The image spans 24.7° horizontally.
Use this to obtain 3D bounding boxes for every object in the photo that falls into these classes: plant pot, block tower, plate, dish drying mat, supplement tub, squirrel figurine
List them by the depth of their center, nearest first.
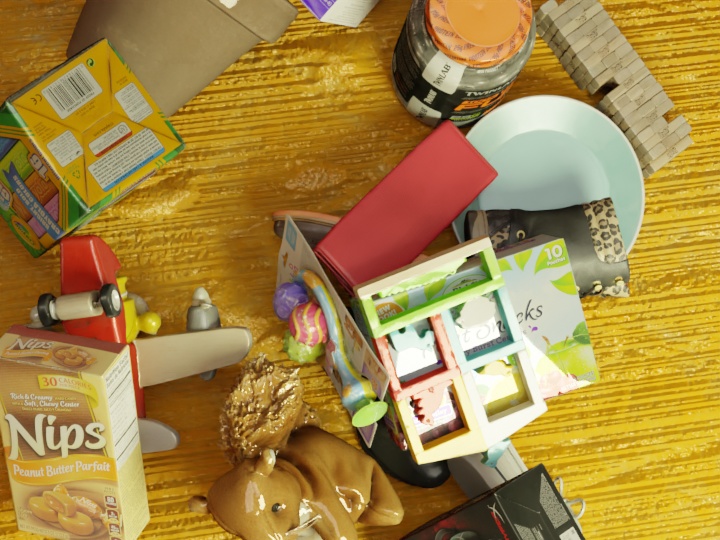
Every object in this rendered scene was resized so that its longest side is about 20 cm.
[{"bbox_3d":[-0.082,0.183,1.478,0.141,0.186,0.201,-31,69,22],"label":"squirrel figurine"},{"bbox_3d":[0.044,-0.056,1.567,0.077,0.018,0.200,46,65,-2],"label":"dish drying mat"},{"bbox_3d":[-0.187,-0.241,1.568,0.200,0.200,0.175,38,98,2],"label":"plant pot"},{"bbox_3d":[0.098,-0.216,1.568,0.122,0.200,0.123,1,80,-5],"label":"supplement tub"},{"bbox_3d":[0.183,-0.073,1.632,0.199,0.026,0.202,0,90,-5],"label":"plate"},{"bbox_3d":[0.255,-0.193,1.655,0.058,0.054,0.200,-36,86,-11],"label":"block tower"}]

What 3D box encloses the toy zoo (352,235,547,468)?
[{"bbox_3d":[0.086,0.085,1.468,0.131,0.020,0.201,-21,101,-10],"label":"toy zoo"}]

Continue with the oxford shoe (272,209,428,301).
[{"bbox_3d":[0.000,0.000,1.587,0.199,0.071,0.073,23,81,-2],"label":"oxford shoe"}]

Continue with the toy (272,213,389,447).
[{"bbox_3d":[-0.043,0.060,1.510,0.047,0.115,0.200,-21,58,-25],"label":"toy"}]

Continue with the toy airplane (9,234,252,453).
[{"bbox_3d":[-0.224,0.077,1.532,0.199,0.141,0.200,31,116,-8],"label":"toy airplane"}]

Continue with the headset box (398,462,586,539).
[{"bbox_3d":[0.120,0.284,1.498,0.077,0.200,0.149,-23,81,-43],"label":"headset box"}]

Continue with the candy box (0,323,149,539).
[{"bbox_3d":[-0.259,0.152,1.468,0.115,0.201,0.055,9,34,17],"label":"candy box"}]

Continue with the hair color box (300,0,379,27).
[{"bbox_3d":[0.024,-0.330,1.586,0.200,0.109,0.065,-45,81,16],"label":"hair color box"}]

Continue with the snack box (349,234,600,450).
[{"bbox_3d":[0.106,0.063,1.509,0.199,0.053,0.143,-19,99,-11],"label":"snack box"}]

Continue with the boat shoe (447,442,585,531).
[{"bbox_3d":[0.171,0.229,1.565,0.086,0.075,0.202,-39,94,-27],"label":"boat shoe"}]

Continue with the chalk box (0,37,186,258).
[{"bbox_3d":[-0.274,-0.102,1.512,0.125,0.200,0.124,-40,95,-31],"label":"chalk box"}]

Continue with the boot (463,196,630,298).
[{"bbox_3d":[0.185,0.029,1.585,0.150,0.073,0.201,-11,90,-2],"label":"boot"}]

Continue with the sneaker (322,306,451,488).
[{"bbox_3d":[0.020,0.121,1.558,0.076,0.091,0.200,-36,86,-12],"label":"sneaker"}]
